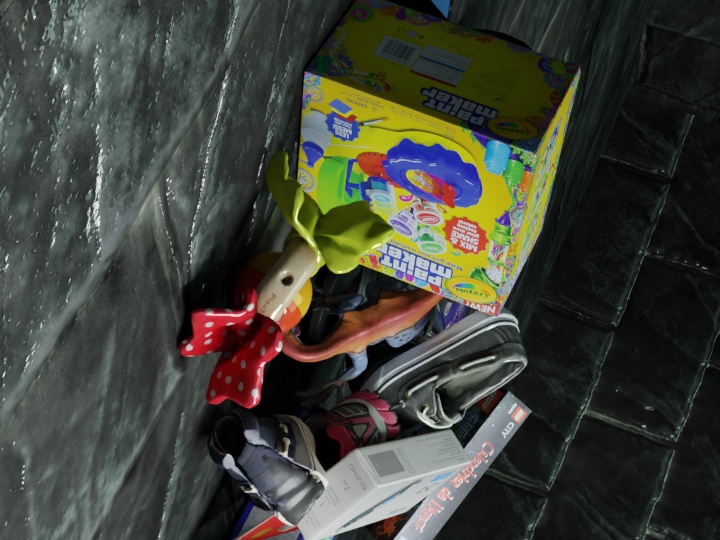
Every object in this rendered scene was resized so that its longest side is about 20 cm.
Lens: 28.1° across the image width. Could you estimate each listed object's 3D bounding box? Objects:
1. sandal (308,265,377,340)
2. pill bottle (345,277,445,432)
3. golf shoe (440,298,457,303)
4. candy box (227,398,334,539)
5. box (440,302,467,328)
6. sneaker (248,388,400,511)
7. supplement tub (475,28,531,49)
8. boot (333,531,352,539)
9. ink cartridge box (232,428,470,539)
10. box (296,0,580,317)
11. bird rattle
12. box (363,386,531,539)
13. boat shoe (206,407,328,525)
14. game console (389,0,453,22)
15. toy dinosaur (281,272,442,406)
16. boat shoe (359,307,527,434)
[{"bbox_3d":[0.000,-0.001,1.471,0.201,0.048,0.076,-58,164,-46],"label":"sandal"},{"bbox_3d":[0.039,0.087,1.505,0.200,0.111,0.113,-93,-161,-71],"label":"pill bottle"},{"bbox_3d":[0.066,-0.036,1.567,0.201,0.094,0.078,57,40,-24],"label":"golf shoe"},{"bbox_3d":[-0.072,0.267,1.524,0.170,0.076,0.201,90,25,-59],"label":"candy box"},{"bbox_3d":[0.095,0.023,1.868,0.200,0.078,0.143,-44,149,-64],"label":"box"},{"bbox_3d":[-0.052,0.177,1.374,0.074,0.081,0.200,-28,170,-48],"label":"sneaker"},{"bbox_3d":[0.131,-0.165,1.646,0.107,0.106,0.202,-51,159,-55],"label":"supplement tub"},{"bbox_3d":[-0.019,0.278,1.774,0.169,0.076,0.200,-62,160,-14],"label":"boot"},{"bbox_3d":[-0.010,0.218,1.338,0.176,0.045,0.199,-40,162,22],"label":"ink cartridge box"},{"bbox_3d":[0.060,-0.097,1.219,0.194,0.198,0.122,96,19,-47],"label":"box"},{"bbox_3d":[-0.064,0.022,1.129,0.201,0.112,0.163,-63,-177,-15],"label":"bird rattle"},{"bbox_3d":[0.075,0.191,1.480,0.201,0.038,0.136,-52,-157,-2],"label":"box"},{"bbox_3d":[-0.092,0.150,1.269,0.075,0.093,0.200,-49,-163,-4],"label":"boat shoe"},{"bbox_3d":[0.081,-0.190,1.353,0.115,0.176,0.201,-18,141,-23],"label":"game console"},{"bbox_3d":[0.002,0.036,1.328,0.199,0.106,0.181,-33,176,28],"label":"toy dinosaur"},{"bbox_3d":[0.069,0.112,1.351,0.200,0.071,0.072,-40,136,23],"label":"boat shoe"}]
